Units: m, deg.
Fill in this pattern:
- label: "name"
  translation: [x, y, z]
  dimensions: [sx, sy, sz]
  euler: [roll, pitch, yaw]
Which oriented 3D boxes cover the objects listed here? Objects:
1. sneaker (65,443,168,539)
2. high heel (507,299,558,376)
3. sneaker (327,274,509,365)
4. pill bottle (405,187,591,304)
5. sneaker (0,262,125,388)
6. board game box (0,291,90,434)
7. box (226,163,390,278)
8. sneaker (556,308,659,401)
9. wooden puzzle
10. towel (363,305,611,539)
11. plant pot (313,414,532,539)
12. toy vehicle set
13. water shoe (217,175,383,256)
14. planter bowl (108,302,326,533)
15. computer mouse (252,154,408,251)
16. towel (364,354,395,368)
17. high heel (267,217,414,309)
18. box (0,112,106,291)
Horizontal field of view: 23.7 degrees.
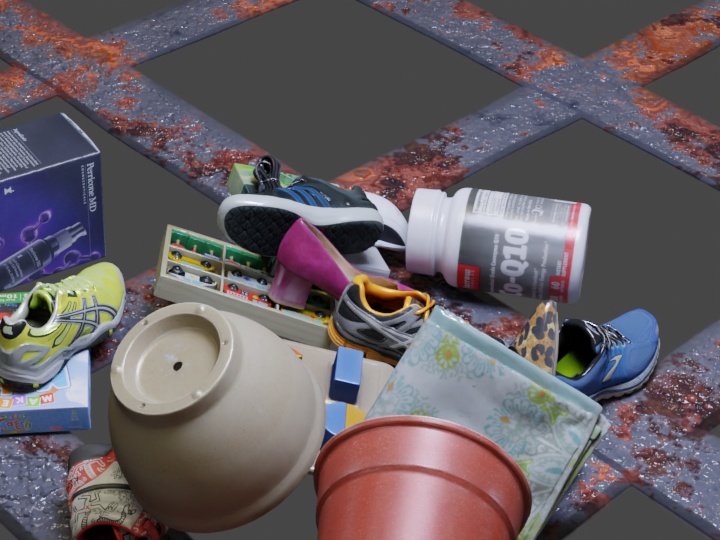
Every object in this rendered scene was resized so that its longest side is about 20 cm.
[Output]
- label: "sneaker"
  translation: [-0.178, 0.220, 1.620]
  dimensions: [0.199, 0.068, 0.109]
  euler: [0, 45, -9]
- label: "high heel"
  translation: [0.106, 0.109, 1.640]
  dimensions: [0.141, 0.202, 0.071]
  euler: [15, 12, -14]
- label: "sneaker"
  translation: [0.066, 0.063, 1.787]
  dimensions: [0.198, 0.078, 0.078]
  euler: [14, 33, 0]
- label: "pill bottle"
  translation: [0.155, -0.031, 1.934]
  dimensions: [0.198, 0.115, 0.114]
  euler: [8, 36, 9]
- label: "sneaker"
  translation: [-0.306, 0.042, 1.782]
  dimensions: [0.075, 0.077, 0.200]
  euler: [15, 36, 18]
- label: "board game box"
  translation: [-0.359, 0.095, 1.802]
  dimensions: [0.150, 0.037, 0.201]
  euler: [-3, 37, -7]
- label: "box"
  translation: [-0.063, -0.050, 1.969]
  dimensions: [0.143, 0.037, 0.200]
  euler: [10, 27, -27]
- label: "sneaker"
  translation: [0.250, 0.088, 1.794]
  dimensions: [0.078, 0.090, 0.199]
  euler: [30, 44, 32]
- label: "wooden puzzle"
  translation: [-0.052, 0.125, 1.683]
  dimensions: [0.198, 0.047, 0.186]
  euler: [17, 35, -8]
- label: "towel"
  translation: [0.110, 0.154, 1.594]
  dimensions: [0.199, 0.172, 0.048]
  euler: [32, 3, 0]
- label: "plant pot"
  translation: [0.040, 0.264, 1.471]
  dimensions: [0.199, 0.202, 0.196]
  euler: [7, 43, 7]
- label: "toy vehicle set"
  translation: [-0.123, 0.017, 1.858]
  dimensions: [0.198, 0.027, 0.125]
  euler: [18, 25, -12]
- label: "water shoe"
  translation: [-0.072, -0.062, 1.859]
  dimensions: [0.198, 0.072, 0.079]
  euler: [7, 38, -31]
- label: "planter bowl"
  translation: [-0.146, 0.115, 1.538]
  dimensions: [0.198, 0.135, 0.202]
  euler: [-12, 50, 15]
- label: "computer mouse"
  translation: [-0.024, -0.076, 1.963]
  dimensions: [0.198, 0.044, 0.110]
  euler: [16, 25, -19]
- label: "towel"
  translation: [0.036, 0.126, 1.791]
  dimensions: [0.143, 0.023, 0.199]
  euler: [29, 43, 33]
- label: "high heel"
  translation: [0.000, 0.000, 1.849]
  dimensions: [0.198, 0.097, 0.068]
  euler: [12, 27, -22]
- label: "box"
  translation: [-0.397, -0.071, 1.933]
  dimensions: [0.199, 0.149, 0.104]
  euler: [-21, 41, -27]
